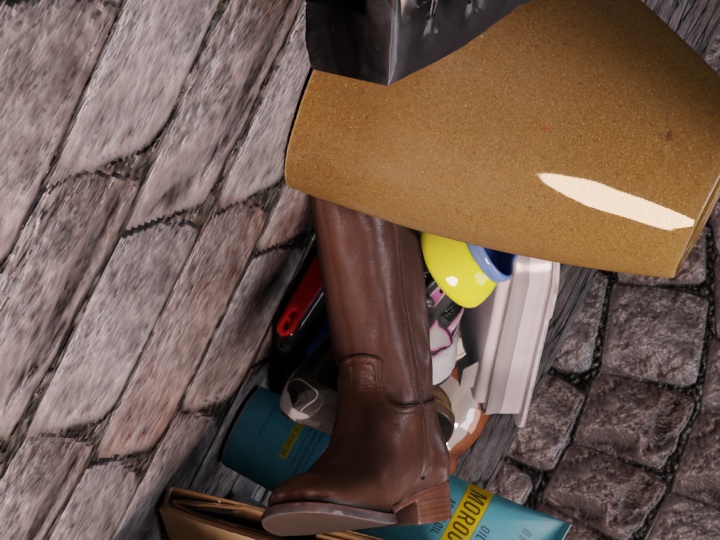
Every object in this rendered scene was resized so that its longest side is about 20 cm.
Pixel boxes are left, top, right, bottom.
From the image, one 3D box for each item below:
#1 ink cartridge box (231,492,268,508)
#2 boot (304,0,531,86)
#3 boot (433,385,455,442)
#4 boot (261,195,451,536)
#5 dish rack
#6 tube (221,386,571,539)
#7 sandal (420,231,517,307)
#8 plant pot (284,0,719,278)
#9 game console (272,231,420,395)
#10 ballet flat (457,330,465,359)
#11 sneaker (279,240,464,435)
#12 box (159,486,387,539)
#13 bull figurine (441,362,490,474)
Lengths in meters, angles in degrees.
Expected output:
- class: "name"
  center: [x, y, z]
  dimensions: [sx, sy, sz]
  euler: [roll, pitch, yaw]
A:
- class: "ink cartridge box"
  center: [-0.069, 0.235, 1.805]
  dimensions: [0.147, 0.086, 0.200]
  euler: [-62, 172, -9]
- class: "boot"
  center: [0.041, -0.184, 1.265]
  dimensions: [0.200, 0.065, 0.166]
  euler: [-25, 109, -48]
- class: "boot"
  center: [0.008, 0.080, 1.775]
  dimensions: [0.200, 0.073, 0.076]
  euler: [-25, -135, 67]
- class: "boot"
  center: [-0.009, 0.036, 1.478]
  dimensions: [0.186, 0.064, 0.201]
  euler: [7, 78, -69]
- class: "dish rack"
  center: [0.081, -0.016, 1.722]
  dimensions: [0.200, 0.043, 0.172]
  euler: [96, -12, -55]
- class: "tube"
  center: [0.018, 0.134, 1.628]
  dimensions: [0.078, 0.199, 0.050]
  euler: [-61, 172, -24]
- class: "sandal"
  center: [0.085, -0.072, 1.592]
  dimensions: [0.079, 0.087, 0.201]
  euler: [45, 35, -46]
- class: "plant pot"
  center: [0.090, -0.080, 1.428]
  dimensions: [0.187, 0.199, 0.186]
  euler: [-60, 172, -15]
- class: "game console"
  center: [0.000, 0.000, 1.691]
  dimensions: [0.177, 0.031, 0.200]
  euler: [-61, 171, -18]
- class: "ballet flat"
  center: [0.056, 0.020, 1.949]
  dimensions: [0.201, 0.070, 0.067]
  euler: [-64, 172, 6]
- class: "sneaker"
  center: [0.012, 0.034, 1.630]
  dimensions: [0.200, 0.080, 0.087]
  euler: [-55, 161, -66]
- class: "box"
  center: [-0.029, 0.174, 1.603]
  dimensions: [0.200, 0.162, 0.021]
  euler: [89, 15, -72]
- class: "bull figurine"
  center: [0.081, 0.101, 2.369]
  dimensions: [0.201, 0.065, 0.121]
  euler: [-64, 168, -7]
